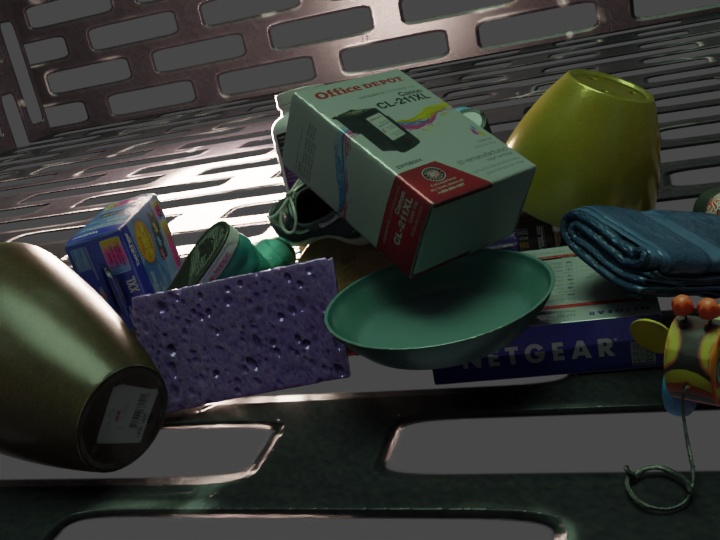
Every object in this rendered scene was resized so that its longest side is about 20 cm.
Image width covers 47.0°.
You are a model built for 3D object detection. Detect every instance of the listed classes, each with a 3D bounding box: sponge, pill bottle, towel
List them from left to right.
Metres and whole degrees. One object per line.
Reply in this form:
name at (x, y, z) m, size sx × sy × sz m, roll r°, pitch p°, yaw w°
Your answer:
sponge at (-0.111, 0.062, 0.778) m, size 0.196 × 0.114 × 0.030 m, roll -11°, pitch -5°, yaw 3°
pill bottle at (-0.064, -0.162, 1.207) m, size 0.110 × 0.204 × 0.112 m, roll -12°, pitch 7°, yaw 2°
towel at (0.272, -0.015, 0.720) m, size 0.197 × 0.049 × 0.112 m, roll 0°, pitch 29°, yaw -31°

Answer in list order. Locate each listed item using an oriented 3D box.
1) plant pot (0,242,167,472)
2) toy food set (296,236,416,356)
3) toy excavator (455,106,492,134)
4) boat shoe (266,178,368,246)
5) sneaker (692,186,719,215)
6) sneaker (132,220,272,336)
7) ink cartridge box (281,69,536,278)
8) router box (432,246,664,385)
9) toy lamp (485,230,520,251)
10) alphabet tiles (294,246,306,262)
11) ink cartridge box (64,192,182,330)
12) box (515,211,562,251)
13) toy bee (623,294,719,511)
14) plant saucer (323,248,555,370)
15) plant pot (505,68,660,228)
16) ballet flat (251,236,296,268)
plant pot at (-0.268, 0.092, 0.732) m, size 0.198 × 0.190 × 0.186 m, roll 19°, pitch 34°, yaw 33°
toy food set at (0.000, 0.000, 0.872) m, size 0.199 × 0.049 × 0.199 m, roll -37°, pitch 32°, yaw 11°
toy excavator at (0.047, -0.136, 0.968) m, size 0.193 × 0.100 × 0.201 m, roll -33°, pitch 46°, yaw 1°
boat shoe at (-0.050, -0.065, 0.898) m, size 0.199 × 0.062 × 0.076 m, roll 14°, pitch 71°, yaw 56°
sneaker at (0.462, -0.076, 0.867) m, size 0.199 × 0.068 × 0.108 m, roll -22°, pitch 22°, yaw -14°
sneaker at (-0.155, 0.059, 0.864) m, size 0.201 × 0.120 × 0.084 m, roll -51°, pitch 34°, yaw 7°
ink cartridge box at (0.040, -0.101, 0.784) m, size 0.144 × 0.084 × 0.200 m, roll -22°, pitch 51°, yaw -36°
router box at (0.170, 0.034, 0.771) m, size 0.196 × 0.050 × 0.180 m, roll -7°, pitch 21°, yaw 16°
toy lamp at (0.083, -0.013, 0.948) m, size 0.196 × 0.059 × 0.058 m, roll -8°, pitch 20°, yaw 15°
alphabet tiles at (-0.004, -0.043, 1.155) m, size 0.196 × 0.006 × 0.167 m, roll -13°, pitch 19°, yaw -2°
ink cartridge box at (-0.284, 0.001, 1.014) m, size 0.075 × 0.139 × 0.200 m, roll -15°, pitch 19°, yaw 8°
box at (0.181, -0.069, 1.048) m, size 0.156 × 0.049 × 0.200 m, roll -5°, pitch 21°, yaw 23°
toy bee at (0.248, 0.060, 0.565) m, size 0.129 × 0.111 × 0.200 m, roll -2°, pitch 22°, yaw 23°
plant saucer at (0.068, 0.035, 0.705) m, size 0.196 × 0.037 × 0.200 m, roll -12°, pitch 19°, yaw 4°
plant pot at (0.265, -0.147, 0.960) m, size 0.196 × 0.144 × 0.201 m, roll 11°, pitch 28°, yaw -6°
ballet flat at (-0.153, 0.010, 0.975) m, size 0.199 × 0.068 × 0.070 m, roll -18°, pitch 24°, yaw 50°
